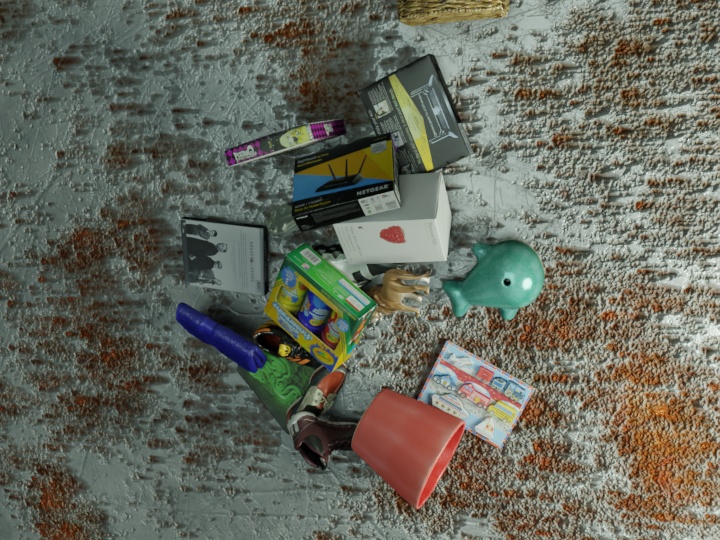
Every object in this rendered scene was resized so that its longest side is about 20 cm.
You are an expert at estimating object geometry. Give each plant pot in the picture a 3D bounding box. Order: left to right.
[{"bbox_3d":[0.089,0.344,1.476,0.175,0.200,0.203,28,108,19],"label":"plant pot"}]

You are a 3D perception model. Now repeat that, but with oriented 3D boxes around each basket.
[{"bbox_3d":[0.158,-0.518,1.286,0.196,0.143,0.152,1,103,17],"label":"basket"}]

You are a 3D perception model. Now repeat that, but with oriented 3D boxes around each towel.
[{"bbox_3d":[-0.299,0.148,1.571,0.198,0.148,0.050,28,76,12],"label":"towel"}]

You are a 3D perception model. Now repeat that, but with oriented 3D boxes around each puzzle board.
[{"bbox_3d":[0.231,0.254,1.495,0.198,0.017,0.153,28,108,10],"label":"puzzle board"}]

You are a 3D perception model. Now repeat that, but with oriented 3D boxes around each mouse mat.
[{"bbox_3d":[-0.165,0.247,1.623,0.161,0.008,0.201,-41,87,21],"label":"mouse mat"}]

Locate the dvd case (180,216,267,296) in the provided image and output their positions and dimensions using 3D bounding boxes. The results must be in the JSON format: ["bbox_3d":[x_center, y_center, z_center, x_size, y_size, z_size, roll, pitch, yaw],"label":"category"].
[{"bbox_3d":[-0.293,-0.031,1.584,0.196,0.025,0.153,7,110,16],"label":"dvd case"}]

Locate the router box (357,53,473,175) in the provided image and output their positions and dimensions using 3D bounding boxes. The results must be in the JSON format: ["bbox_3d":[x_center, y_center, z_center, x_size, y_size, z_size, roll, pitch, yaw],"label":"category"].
[{"bbox_3d":[0.105,-0.282,1.400,0.155,0.052,0.203,-21,95,21],"label":"router box"}]

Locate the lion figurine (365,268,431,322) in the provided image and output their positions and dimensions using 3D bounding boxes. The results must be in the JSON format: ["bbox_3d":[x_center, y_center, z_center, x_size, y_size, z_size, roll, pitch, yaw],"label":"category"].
[{"bbox_3d":[0.068,0.037,1.436,0.120,0.073,0.201,15,146,1],"label":"lion figurine"}]

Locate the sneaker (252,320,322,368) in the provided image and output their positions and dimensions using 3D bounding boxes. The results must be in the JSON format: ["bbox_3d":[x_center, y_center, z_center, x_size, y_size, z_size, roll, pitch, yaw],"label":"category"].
[{"bbox_3d":[-0.136,0.167,1.547,0.197,0.090,0.071,18,102,10],"label":"sneaker"}]

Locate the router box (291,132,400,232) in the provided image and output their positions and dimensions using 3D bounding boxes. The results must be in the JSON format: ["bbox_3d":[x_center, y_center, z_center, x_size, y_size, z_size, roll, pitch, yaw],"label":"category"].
[{"bbox_3d":[-0.027,-0.163,1.359,0.196,0.151,0.051,-13,141,15],"label":"router box"}]

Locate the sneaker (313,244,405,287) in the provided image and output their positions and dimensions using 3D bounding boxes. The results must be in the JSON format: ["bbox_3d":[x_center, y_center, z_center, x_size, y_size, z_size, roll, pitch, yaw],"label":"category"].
[{"bbox_3d":[0.000,0.000,1.488,0.196,0.074,0.090,6,109,25],"label":"sneaker"}]

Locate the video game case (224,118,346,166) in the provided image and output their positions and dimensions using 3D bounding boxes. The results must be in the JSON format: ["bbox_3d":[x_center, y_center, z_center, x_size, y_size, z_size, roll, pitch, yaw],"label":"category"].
[{"bbox_3d":[-0.139,-0.247,1.407,0.178,0.200,0.036,-13,99,19],"label":"video game case"}]

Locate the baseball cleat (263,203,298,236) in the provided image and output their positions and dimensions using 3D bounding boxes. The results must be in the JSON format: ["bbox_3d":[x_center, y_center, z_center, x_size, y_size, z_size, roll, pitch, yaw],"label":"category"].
[{"bbox_3d":[-0.106,-0.105,1.496,0.198,0.105,0.071,-15,65,47],"label":"baseball cleat"}]

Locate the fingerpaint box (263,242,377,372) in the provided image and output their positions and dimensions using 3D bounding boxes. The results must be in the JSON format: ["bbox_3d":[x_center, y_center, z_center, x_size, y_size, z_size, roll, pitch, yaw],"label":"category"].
[{"bbox_3d":[-0.085,0.076,1.485,0.199,0.073,0.168,40,131,14],"label":"fingerpaint box"}]

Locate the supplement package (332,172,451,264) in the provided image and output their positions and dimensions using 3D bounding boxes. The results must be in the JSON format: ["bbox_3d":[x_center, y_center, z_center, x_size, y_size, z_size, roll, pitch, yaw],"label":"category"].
[{"bbox_3d":[0.064,-0.097,1.394,0.196,0.121,0.122,-2,141,18],"label":"supplement package"}]

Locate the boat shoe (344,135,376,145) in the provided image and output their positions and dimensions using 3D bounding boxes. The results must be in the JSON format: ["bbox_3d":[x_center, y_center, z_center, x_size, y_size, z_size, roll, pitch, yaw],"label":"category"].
[{"bbox_3d":[-0.042,-0.204,1.459,0.199,0.061,0.073,-27,92,21],"label":"boat shoe"}]

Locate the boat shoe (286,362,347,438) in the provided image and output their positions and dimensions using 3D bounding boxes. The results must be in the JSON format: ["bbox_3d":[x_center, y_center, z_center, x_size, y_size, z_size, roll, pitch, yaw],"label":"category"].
[{"bbox_3d":[-0.092,0.274,1.558,0.071,0.063,0.201,29,114,-24],"label":"boat shoe"}]

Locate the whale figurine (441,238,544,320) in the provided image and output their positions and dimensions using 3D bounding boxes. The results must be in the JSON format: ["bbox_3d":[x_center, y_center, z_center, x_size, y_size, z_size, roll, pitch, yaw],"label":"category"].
[{"bbox_3d":[0.249,0.025,1.393,0.197,0.104,0.162,-22,95,20],"label":"whale figurine"}]

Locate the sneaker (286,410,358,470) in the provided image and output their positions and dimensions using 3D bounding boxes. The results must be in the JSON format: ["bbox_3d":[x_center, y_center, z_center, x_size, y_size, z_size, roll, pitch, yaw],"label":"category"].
[{"bbox_3d":[-0.058,0.369,1.519,0.197,0.116,0.076,17,120,-22],"label":"sneaker"}]
